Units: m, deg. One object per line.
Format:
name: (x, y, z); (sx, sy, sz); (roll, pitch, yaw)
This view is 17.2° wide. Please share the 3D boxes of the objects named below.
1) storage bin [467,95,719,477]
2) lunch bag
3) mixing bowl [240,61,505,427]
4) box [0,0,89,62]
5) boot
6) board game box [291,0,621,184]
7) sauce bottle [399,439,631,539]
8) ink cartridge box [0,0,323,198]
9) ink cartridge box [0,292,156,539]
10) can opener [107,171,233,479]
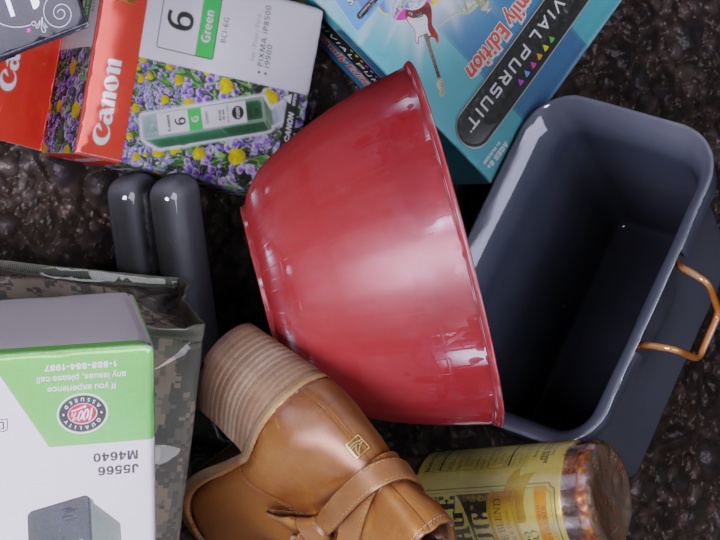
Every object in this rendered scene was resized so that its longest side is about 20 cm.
storage bin: (0.146, 0.024, 1.387); (0.201, 0.145, 0.134); (-65, 149, -12)
lunch bag: (-0.188, 0.081, 1.200); (0.199, 0.118, 0.165); (6, 104, -12)
mixing bowl: (0.000, 0.000, 1.254); (0.108, 0.200, 0.201); (-15, 100, -1)
box: (-0.227, -0.145, 1.129); (0.132, 0.200, 0.115); (-23, 102, -17)
boot: (-0.015, 0.131, 1.221); (0.077, 0.155, 0.200); (-33, 151, -31)
board game box: (0.043, -0.172, 1.381); (0.200, 0.047, 0.151); (44, 71, -23)
sauce bottle: (0.048, 0.132, 1.312); (0.066, 0.199, 0.066); (26, 60, -56)
ink cartridge box: (-0.124, -0.109, 1.284); (0.199, 0.050, 0.109); (11, 87, -31)
ink cartridge box: (-0.170, 0.120, 1.108); (0.145, 0.084, 0.201); (-4, 108, -13)
can opener: (-0.094, 0.040, 1.300); (0.067, 0.053, 0.201); (-36, 123, -59)
